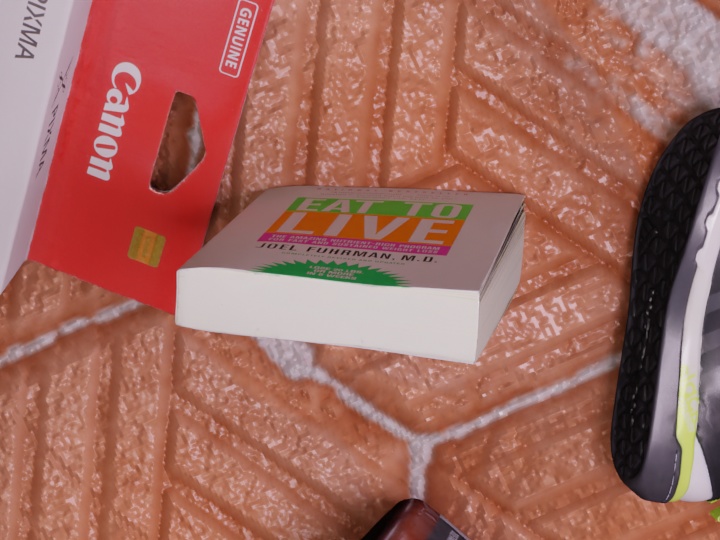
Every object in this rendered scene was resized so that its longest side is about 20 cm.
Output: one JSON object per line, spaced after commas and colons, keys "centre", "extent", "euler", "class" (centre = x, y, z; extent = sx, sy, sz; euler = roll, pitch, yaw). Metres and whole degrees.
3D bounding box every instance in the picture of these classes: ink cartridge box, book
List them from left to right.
{"centre": [-0.150, -0.075, 1.402], "extent": [0.176, 0.045, 0.200], "euler": [22, 125, 5], "class": "ink cartridge box"}
{"centre": [0.000, 0.000, 1.347], "extent": [0.133, 0.200, 0.048], "euler": [6, 103, 7], "class": "book"}

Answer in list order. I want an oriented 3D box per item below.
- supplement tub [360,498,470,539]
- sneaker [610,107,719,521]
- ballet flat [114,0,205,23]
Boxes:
{"centre": [0.066, 0.210, 1.427], "extent": [0.200, 0.107, 0.107], "euler": [40, 104, -1], "class": "supplement tub"}
{"centre": [0.175, 0.020, 1.404], "extent": [0.082, 0.072, 0.201], "euler": [6, 104, -17], "class": "sneaker"}
{"centre": [-0.149, -0.175, 1.399], "extent": [0.199, 0.075, 0.068], "euler": [26, 64, 2], "class": "ballet flat"}
